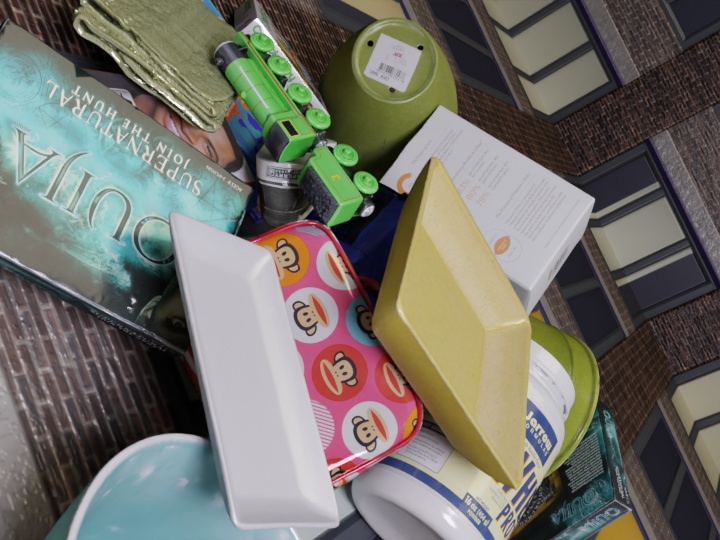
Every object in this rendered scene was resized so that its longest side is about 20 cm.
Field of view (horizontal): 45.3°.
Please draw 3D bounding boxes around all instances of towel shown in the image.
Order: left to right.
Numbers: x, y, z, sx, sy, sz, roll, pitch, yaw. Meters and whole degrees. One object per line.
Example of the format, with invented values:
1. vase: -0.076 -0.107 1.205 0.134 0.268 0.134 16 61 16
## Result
1. towel: -0.160 -0.197 0.744 0.148 0.036 0.201 42 25 -16

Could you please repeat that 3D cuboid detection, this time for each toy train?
1. toy train: -0.057 -0.120 0.711 0.056 0.042 0.201 -20 67 -40

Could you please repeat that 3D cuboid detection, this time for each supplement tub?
1. supplement tub: 0.099 0.165 0.798 0.146 0.144 0.200 52 60 -22

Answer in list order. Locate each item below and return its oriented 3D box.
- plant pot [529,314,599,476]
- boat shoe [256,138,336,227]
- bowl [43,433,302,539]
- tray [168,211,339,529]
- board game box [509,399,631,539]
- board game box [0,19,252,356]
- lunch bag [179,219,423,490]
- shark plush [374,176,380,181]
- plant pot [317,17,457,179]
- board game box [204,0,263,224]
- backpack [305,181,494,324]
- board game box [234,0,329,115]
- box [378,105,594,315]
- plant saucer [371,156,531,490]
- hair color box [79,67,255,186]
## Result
1. plant pot: 0.133 0.113 0.982 0.192 0.200 0.202 36 34 -25
2. boat shoe: -0.066 -0.089 0.815 0.200 0.070 0.065 -71 169 -72
3. bowl: -0.115 0.204 0.470 0.201 0.104 0.202 45 29 -33
4. tray: -0.073 0.065 0.545 0.107 0.022 0.202 25 42 -56
5. board game box: 0.207 0.251 0.956 0.028 0.200 0.136 31 35 -19
6. board game box: -0.176 -0.048 0.569 0.199 0.028 0.137 33 63 -30
7. lunch bag: -0.043 0.066 0.673 0.202 0.174 0.082 63 -19 7
8. shark plush: 0.042 -0.032 1.049 0.200 0.083 0.091 49 27 -29
9. plant pot: 0.035 -0.207 0.999 0.200 0.185 0.189 108 -44 -84
10. board game box: -0.134 -0.169 0.881 0.201 0.045 0.153 52 27 -23
11. backpack: 0.000 0.000 0.843 0.163 0.167 0.200 53 -7 -28
12. board game box: -0.093 -0.237 0.976 0.127 0.034 0.200 52 8 -24
13. box: 0.130 -0.062 0.933 0.199 0.125 0.098 35 -14 18
14. plant saucer: 0.074 0.042 0.696 0.201 0.048 0.201 56 31 -27
15. hair color box: -0.177 -0.101 0.708 0.103 0.061 0.200 64 23 4
